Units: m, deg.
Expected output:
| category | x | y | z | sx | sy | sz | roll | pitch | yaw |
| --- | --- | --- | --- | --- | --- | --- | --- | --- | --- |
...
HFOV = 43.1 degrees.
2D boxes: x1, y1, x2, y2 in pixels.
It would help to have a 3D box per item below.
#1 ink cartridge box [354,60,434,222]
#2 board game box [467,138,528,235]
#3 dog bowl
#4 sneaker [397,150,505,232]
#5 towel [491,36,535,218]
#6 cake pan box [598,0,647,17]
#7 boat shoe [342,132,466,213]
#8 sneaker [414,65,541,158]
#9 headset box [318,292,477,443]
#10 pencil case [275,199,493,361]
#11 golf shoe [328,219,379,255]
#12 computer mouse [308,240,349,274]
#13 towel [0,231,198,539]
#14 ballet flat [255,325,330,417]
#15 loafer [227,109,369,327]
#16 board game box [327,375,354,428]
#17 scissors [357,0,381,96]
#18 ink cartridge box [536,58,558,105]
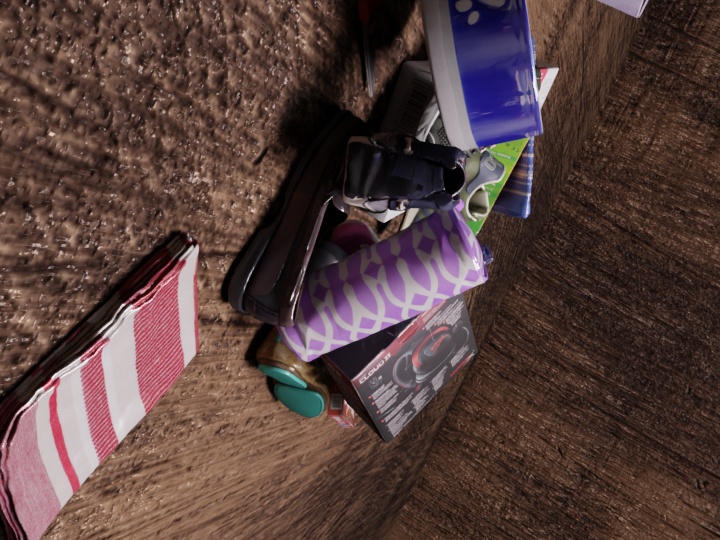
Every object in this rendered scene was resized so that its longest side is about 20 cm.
| category | x | y | z | sx | sy | sz | roll | pitch | yaw |
| --- | --- | --- | --- | --- | --- | --- | --- | --- | --- |
| ink cartridge box | 0.071 | -0.147 | 1.007 | 0.200 | 0.050 | 0.164 | -26 | 141 | -62 |
| board game box | 0.125 | -0.123 | 1.054 | 0.030 | 0.095 | 0.201 | -54 | 172 | -40 |
| dog bowl | 0.100 | -0.205 | 0.754 | 0.200 | 0.078 | 0.204 | -8 | 90 | -78 |
| sneaker | 0.101 | -0.073 | 1.040 | 0.201 | 0.089 | 0.068 | 112 | 0 | -55 |
| towel | 0.167 | -0.169 | 1.081 | 0.145 | 0.023 | 0.203 | -146 | -126 | -71 |
| cake pan box | 0.257 | -0.386 | 0.969 | 0.202 | 0.182 | 0.052 | -60 | 165 | -14 |
| boat shoe | 0.046 | -0.078 | 0.783 | 0.200 | 0.091 | 0.076 | -43 | 140 | -77 |
| sneaker | 0.118 | -0.153 | 0.907 | 0.201 | 0.086 | 0.081 | -58 | 163 | -20 |
| headset box | 0.036 | 0.070 | 0.933 | 0.149 | 0.075 | 0.201 | -44 | 150 | -11 |
| pencil case | 0.015 | 0.006 | 0.802 | 0.198 | 0.086 | 0.084 | -25 | 154 | 9 |
| golf shoe | 0.000 | 0.000 | 1.009 | 0.201 | 0.074 | 0.093 | 75 | 7 | -53 |
| computer mouse | -0.009 | 0.029 | 0.927 | 0.058 | 0.034 | 0.200 | -33 | 145 | 11 |
| towel | -0.171 | 0.082 | 0.620 | 0.200 | 0.023 | 0.145 | -52 | 162 | -38 |
| ballet flat | -0.064 | 0.097 | 0.961 | 0.200 | 0.067 | 0.073 | 69 | 37 | -65 |
| loafer | -0.038 | -0.042 | 0.782 | 0.202 | 0.062 | 0.072 | -60 | 164 | -14 |
| board game box | -0.021 | 0.134 | 1.114 | 0.200 | 0.019 | 0.105 | 76 | 17 | -76 |
| scissors | 0.003 | -0.206 | 0.746 | 0.073 | 0.014 | 0.201 | -55 | 165 | -38 |
| ink cartridge box | 0.175 | -0.191 | 1.222 | 0.145 | 0.083 | 0.202 | -30 | 144 | -64 |
